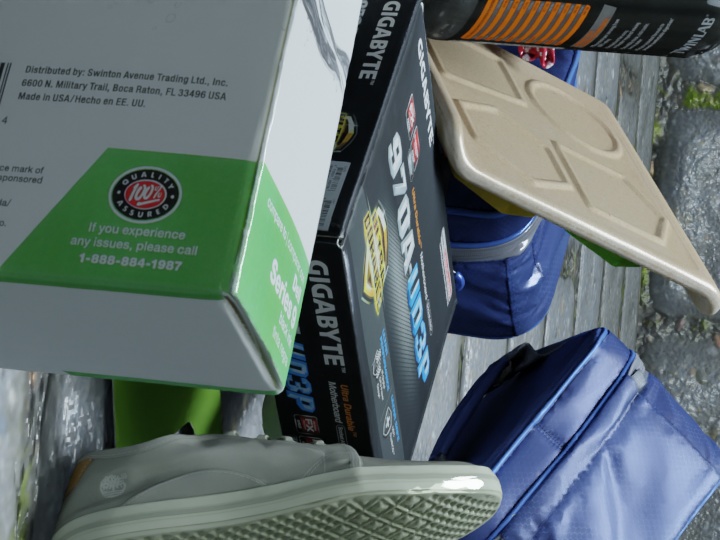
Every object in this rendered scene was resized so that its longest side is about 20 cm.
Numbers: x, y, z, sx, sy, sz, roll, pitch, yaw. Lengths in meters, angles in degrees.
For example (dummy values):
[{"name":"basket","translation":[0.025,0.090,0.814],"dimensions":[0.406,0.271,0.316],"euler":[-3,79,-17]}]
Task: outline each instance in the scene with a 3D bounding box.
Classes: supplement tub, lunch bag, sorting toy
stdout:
[{"name":"supplement tub","translation":[0.090,-0.172,1.006],"dimensions":[0.122,0.199,0.123],"euler":[-178,-90,-68]},{"name":"lunch bag","translation":[0.107,0.123,1.174],"dimensions":[0.200,0.132,0.136],"euler":[-50,-170,-27]},{"name":"lunch bag","translation":[0.057,-0.063,1.220],"dimensions":[0.133,0.135,0.200],"euler":[80,22,-45]},{"name":"sorting toy","translation":[0.091,-0.066,1.067],"dimensions":[0.036,0.200,0.185],"euler":[-48,-147,20]}]

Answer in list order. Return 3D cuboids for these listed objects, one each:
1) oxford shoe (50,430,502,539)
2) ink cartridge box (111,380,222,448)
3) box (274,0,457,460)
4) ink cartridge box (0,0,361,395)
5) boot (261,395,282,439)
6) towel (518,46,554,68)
[{"name":"oxford shoe","translation":[-0.035,0.095,0.867],"dimensions":[0.075,0.199,0.058],"euler":[105,-23,-50]},{"name":"ink cartridge box","translation":[-0.058,0.022,0.946],"dimensions":[0.148,0.075,0.201],"euler":[-43,135,-69]},{"name":"box","translation":[0.000,0.000,0.921],"dimensions":[0.200,0.046,0.159],"euler":[81,20,-44]},{"name":"ink cartridge box","translation":[-0.081,-0.071,0.678],"dimensions":[0.084,0.145,0.201],"euler":[66,32,-62]},{"name":"boot","translation":[0.003,0.047,1.054],"dimensions":[0.073,0.096,0.200],"euler":[35,21,-26]},{"name":"towel","translation":[0.091,-0.230,1.132],"dimensions":[0.145,0.022,0.201],"euler":[-86,172,-64]}]
